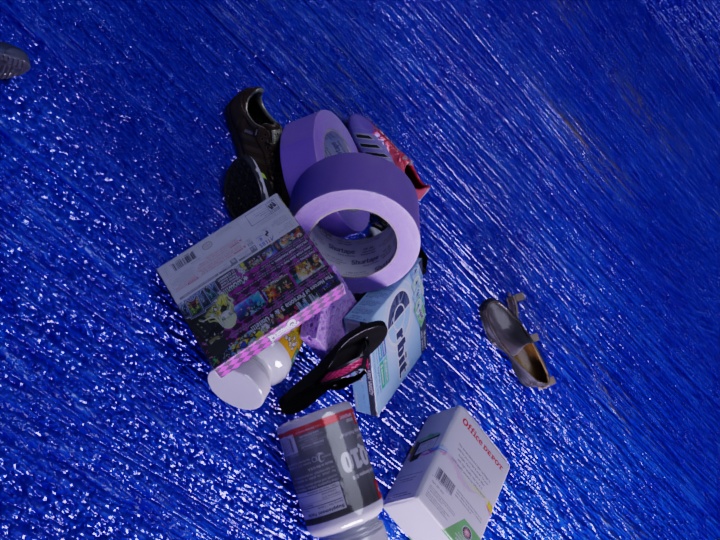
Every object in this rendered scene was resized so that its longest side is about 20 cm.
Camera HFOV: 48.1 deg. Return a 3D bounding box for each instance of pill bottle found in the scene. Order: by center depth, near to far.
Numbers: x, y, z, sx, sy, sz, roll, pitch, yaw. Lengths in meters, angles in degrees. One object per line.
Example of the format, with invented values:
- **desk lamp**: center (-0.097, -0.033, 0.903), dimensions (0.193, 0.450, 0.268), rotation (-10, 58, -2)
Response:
- **pill bottle**: center (-0.034, 0.295, 1.115), dimensions (0.113, 0.113, 0.204), rotation (-10, 77, -46)
- **pill bottle**: center (-0.134, 0.087, 1.124), dimensions (0.113, 0.112, 0.202), rotation (43, 45, -19)

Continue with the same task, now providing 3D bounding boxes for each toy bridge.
- **toy bridge**: center (0.332, 0.141, 1.619), dimensions (0.067, 0.027, 0.204), rotation (-11, 79, -46)

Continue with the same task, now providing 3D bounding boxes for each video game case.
- **video game case**: center (-0.147, 0.015, 1.070), dimensions (0.198, 0.036, 0.182), rotation (-34, 61, -10)

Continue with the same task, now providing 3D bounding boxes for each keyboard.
- **keyboard**: center (0.049, -0.072, 1.455), dimensions (0.201, 0.039, 0.104), rotation (51, 20, -11)

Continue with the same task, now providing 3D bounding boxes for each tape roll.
- **tape roll**: center (-0.010, -0.067, 1.188), dimensions (0.199, 0.199, 0.086), rotation (34, 35, -27)
- **tape roll**: center (-0.054, -0.152, 1.307), dimensions (0.200, 0.065, 0.203), rotation (48, 34, -48)

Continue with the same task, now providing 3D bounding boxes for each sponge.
- **sponge**: center (-0.035, 0.083, 1.194), dimensions (0.201, 0.029, 0.114), rotation (58, 41, -60)

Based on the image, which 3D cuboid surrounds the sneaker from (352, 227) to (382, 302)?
- **sneaker**: center (0.000, 0.000, 1.342), dimensions (0.081, 0.075, 0.200), rotation (39, 46, 4)

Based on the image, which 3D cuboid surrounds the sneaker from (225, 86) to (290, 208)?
- **sneaker**: center (-0.152, -0.193, 1.276), dimensions (0.070, 0.075, 0.203), rotation (-22, 86, -48)

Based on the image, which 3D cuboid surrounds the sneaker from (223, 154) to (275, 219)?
- **sneaker**: center (-0.145, -0.080, 1.246), dimensions (0.083, 0.071, 0.203), rotation (-22, 90, -64)

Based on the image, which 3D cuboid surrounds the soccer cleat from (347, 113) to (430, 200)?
- **soccer cleat**: center (0.052, -0.211, 1.486), dimensions (0.202, 0.076, 0.067), rotation (55, 43, -8)

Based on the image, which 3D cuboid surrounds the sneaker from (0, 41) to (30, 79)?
- **sneaker**: center (-0.504, -0.292, 0.983), dimensions (0.198, 0.070, 0.084), rotation (4, 70, -45)

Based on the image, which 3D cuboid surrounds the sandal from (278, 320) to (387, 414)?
- **sandal**: center (-0.030, 0.148, 1.142), dimensions (0.075, 0.200, 0.045), rotation (32, 18, -54)

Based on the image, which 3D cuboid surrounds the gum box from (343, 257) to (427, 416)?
- **gum box**: center (0.045, 0.099, 1.278), dimensions (0.200, 0.044, 0.173), rotation (-46, 137, -48)

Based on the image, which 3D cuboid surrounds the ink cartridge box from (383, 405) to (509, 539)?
- **ink cartridge box**: center (0.141, 0.342, 1.286), dimensions (0.145, 0.083, 0.201), rotation (50, 44, -13)

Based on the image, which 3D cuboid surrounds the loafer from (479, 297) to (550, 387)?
- **loafer**: center (0.301, 0.137, 1.542), dimensions (0.073, 0.072, 0.201), rotation (-40, 99, -11)
